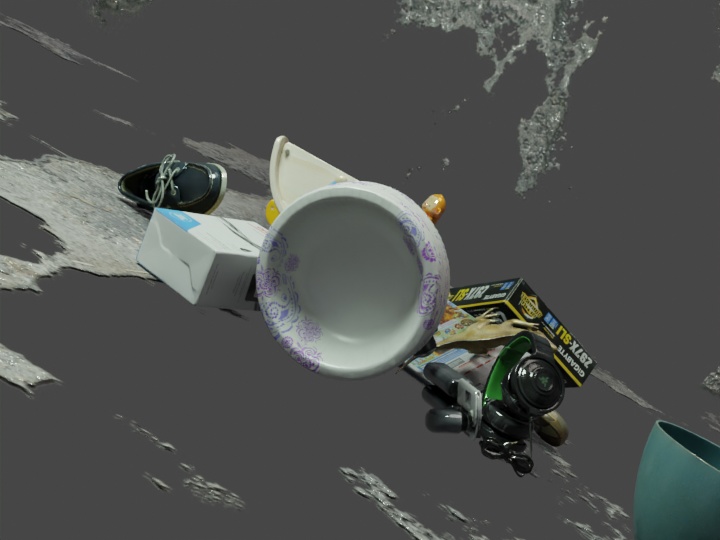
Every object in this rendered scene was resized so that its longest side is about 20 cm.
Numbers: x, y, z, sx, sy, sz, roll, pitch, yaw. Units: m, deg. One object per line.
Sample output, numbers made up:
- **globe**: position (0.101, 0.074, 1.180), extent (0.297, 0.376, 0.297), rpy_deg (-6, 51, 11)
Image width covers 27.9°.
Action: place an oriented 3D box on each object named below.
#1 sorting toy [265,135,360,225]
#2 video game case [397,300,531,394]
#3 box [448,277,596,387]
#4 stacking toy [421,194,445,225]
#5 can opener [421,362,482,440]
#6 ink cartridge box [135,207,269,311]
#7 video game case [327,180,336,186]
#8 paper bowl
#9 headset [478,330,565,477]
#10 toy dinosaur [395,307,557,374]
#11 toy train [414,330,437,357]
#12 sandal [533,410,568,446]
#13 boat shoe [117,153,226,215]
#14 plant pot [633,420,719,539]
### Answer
- **sorting toy**: position (-0.030, -0.070, 1.881), extent (0.198, 0.108, 0.180), rpy_deg (29, 0, 9)
- **video game case**: position (0.115, 0.103, 1.807), extent (0.142, 0.018, 0.199), rpy_deg (-22, 40, -34)
- **box**: position (0.195, 0.088, 1.914), extent (0.160, 0.049, 0.199), rpy_deg (49, -24, -16)
- **stacking toy**: position (0.065, -0.017, 2.028), extent (0.109, 0.202, 0.116), rpy_deg (24, 8, -28)
- **can opener**: position (0.089, 0.139, 1.578), extent (0.066, 0.054, 0.200), rpy_deg (2, 6, -12)
- **ink cartridge box**: position (-0.134, -0.008, 1.608), extent (0.115, 0.067, 0.199), rpy_deg (32, 16, 37)
- **video game case**: position (0.000, 0.000, 1.725), extent (0.201, 0.018, 0.143), rpy_deg (54, -25, 0)
- **paper bowl**: position (-0.003, 0.007, 1.523), extent (0.199, 0.203, 0.104), rpy_deg (29, 15, 12)
- **headset**: position (0.163, 0.147, 1.599), extent (0.093, 0.124, 0.201), rpy_deg (23, 32, -16)
- **toy dinosaur**: position (0.142, 0.080, 1.738), extent (0.197, 0.059, 0.101), rpy_deg (-9, 1, 20)
- **toy train**: position (0.013, 0.013, 1.623), extent (0.202, 0.113, 0.087), rpy_deg (65, 24, -4)
- **sandal**: position (0.213, 0.154, 1.867), extent (0.200, 0.054, 0.081), rpy_deg (40, -17, 50)
- **boat shoe**: position (-0.242, -0.110, 1.853), extent (0.061, 0.076, 0.199), rpy_deg (18, -6, -37)
- **plant pot**: position (0.345, 0.256, 1.409), extent (0.198, 0.136, 0.200), rpy_deg (27, 6, -3)
